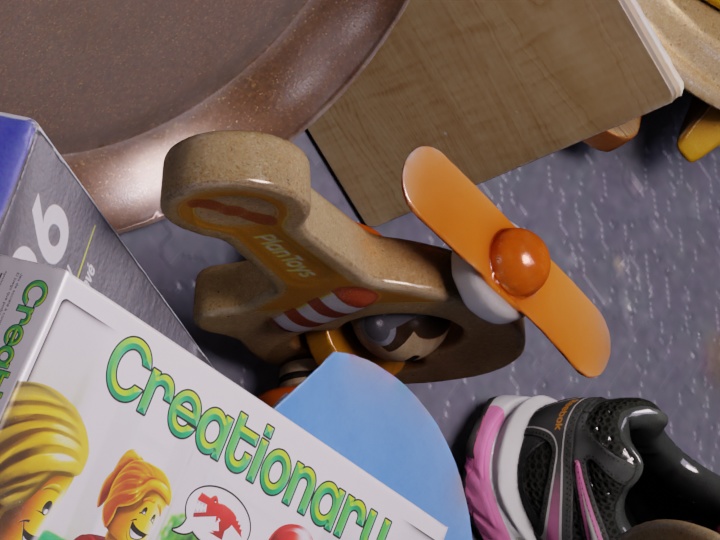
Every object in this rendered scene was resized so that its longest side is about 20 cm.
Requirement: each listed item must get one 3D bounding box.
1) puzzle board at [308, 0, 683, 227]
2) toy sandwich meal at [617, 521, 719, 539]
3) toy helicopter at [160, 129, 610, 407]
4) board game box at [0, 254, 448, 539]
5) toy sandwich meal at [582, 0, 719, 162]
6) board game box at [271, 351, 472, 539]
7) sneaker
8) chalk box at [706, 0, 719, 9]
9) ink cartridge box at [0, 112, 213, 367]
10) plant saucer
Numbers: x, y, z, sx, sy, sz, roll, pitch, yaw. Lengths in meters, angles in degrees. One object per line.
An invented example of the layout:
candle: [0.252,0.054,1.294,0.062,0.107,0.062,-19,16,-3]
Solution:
puzzle board: [0.008,-0.123,1.014,0.201,0.150,0.017,59,42,-11]
toy sandwich meal: [0.101,0.181,0.968,0.070,0.205,0.206,-11,84,-26]
toy helicopter: [0.000,0.000,0.945,0.200,0.132,0.079,41,48,-60]
board game box: [-0.061,0.095,0.850,0.200,0.034,0.127,37,71,-47]
toy sandwich meal: [0.120,-0.132,1.180,0.205,0.070,0.206,25,50,-34]
board game box: [-0.039,0.124,0.942,0.200,0.039,0.159,-43,128,-35]
sneaker: [0.123,0.125,1.085,0.200,0.086,0.081,47,53,-23]
chalk box: [0.173,-0.210,1.134,0.124,0.124,0.201,25,49,-33]
ink cartridge box: [-0.122,0.060,0.864,0.200,0.047,0.198,58,42,-50]
plant saucer: [-0.064,-0.091,0.934,0.200,0.201,0.032,-8,50,-43]
